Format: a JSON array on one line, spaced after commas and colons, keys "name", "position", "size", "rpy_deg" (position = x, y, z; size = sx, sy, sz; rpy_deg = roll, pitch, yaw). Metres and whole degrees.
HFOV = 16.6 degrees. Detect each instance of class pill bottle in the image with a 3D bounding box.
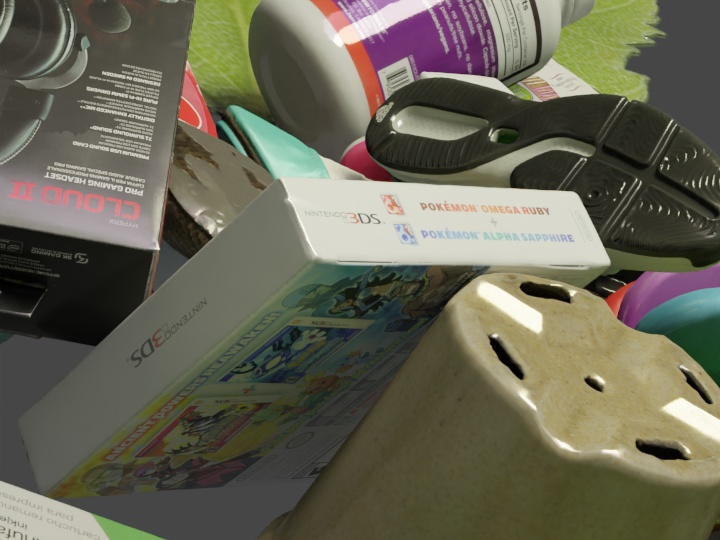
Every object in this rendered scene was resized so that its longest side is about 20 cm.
[{"name": "pill bottle", "position": [0.040, -0.147, 1.467], "size": [0.199, 0.113, 0.112], "rpy_deg": [-28, 54, -23]}]

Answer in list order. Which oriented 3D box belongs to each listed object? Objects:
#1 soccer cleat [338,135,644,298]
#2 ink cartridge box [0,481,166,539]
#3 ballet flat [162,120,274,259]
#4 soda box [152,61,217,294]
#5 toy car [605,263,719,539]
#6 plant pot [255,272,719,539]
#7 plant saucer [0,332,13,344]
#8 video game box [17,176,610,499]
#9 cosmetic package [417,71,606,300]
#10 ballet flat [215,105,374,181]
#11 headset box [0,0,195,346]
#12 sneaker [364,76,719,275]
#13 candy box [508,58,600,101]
[{"name": "soccer cleat", "position": [0.085, -0.031, 1.275], "size": [0.199, 0.070, 0.086], "rpy_deg": [16, 25, -3]}, {"name": "ink cartridge box", "position": [-0.111, 0.170, 0.843], "size": [0.144, 0.084, 0.200], "rpy_deg": [21, 27, -15]}, {"name": "ballet flat", "position": [-0.103, -0.047, 1.160], "size": [0.200, 0.046, 0.067], "rpy_deg": [37, 33, 16]}, {"name": "soda box", "position": [-0.107, -0.039, 1.255], "size": [0.063, 0.070, 0.200], "rpy_deg": [13, 30, -26]}, {"name": "toy car", "position": [0.155, 0.065, 1.176], "size": [0.174, 0.151, 0.200], "rpy_deg": [20, -13, -7]}, {"name": "plant pot", "position": [0.059, 0.111, 1.011], "size": [0.200, 0.184, 0.201], "rpy_deg": [23, 26, -12]}, {"name": "plant saucer", "position": [-0.225, -0.048, 1.134], "size": [0.199, 0.036, 0.201], "rpy_deg": [25, 39, -22]}, {"name": "video game box", "position": [-0.021, 0.032, 1.060], "size": [0.182, 0.200, 0.047], "rpy_deg": [-2, 60, -47]}, {"name": "cosmetic package", "position": [0.095, -0.016, 1.385], "size": [0.074, 0.102, 0.200], "rpy_deg": [-1, 40, -48]}, {"name": "ballet flat", "position": [0.000, 0.000, 1.204], "size": [0.201, 0.070, 0.067], "rpy_deg": [64, -5, 6]}, {"name": "headset box", "position": [-0.155, -0.058, 1.071], "size": [0.148, 0.077, 0.201], "rpy_deg": [10, 49, -6]}, {"name": "sneaker", "position": [0.103, -0.022, 1.151], "size": [0.200, 0.076, 0.116], "rpy_deg": [19, -27, 38]}, {"name": "candy box", "position": [0.091, -0.099, 1.582], "size": [0.200, 0.061, 0.136], "rpy_deg": [37, 27, 19]}]
